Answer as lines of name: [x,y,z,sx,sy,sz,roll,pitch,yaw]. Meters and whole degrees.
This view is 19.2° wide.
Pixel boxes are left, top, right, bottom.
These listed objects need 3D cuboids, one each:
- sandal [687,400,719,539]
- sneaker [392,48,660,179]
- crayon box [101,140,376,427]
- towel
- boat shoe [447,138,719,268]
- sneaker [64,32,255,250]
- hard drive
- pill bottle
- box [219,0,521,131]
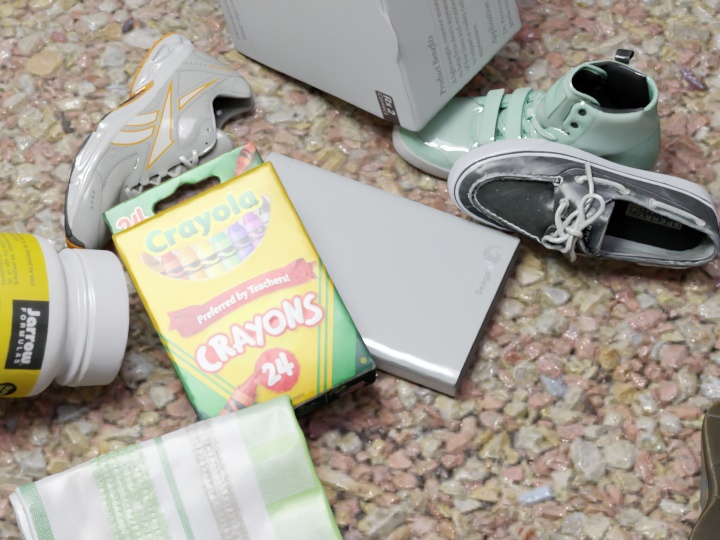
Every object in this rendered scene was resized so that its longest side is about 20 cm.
sandal: [0.252,0.172,1.430,0.082,0.055,0.200,9,45,-2]
sneaker: [0.123,-0.121,1.562,0.200,0.118,0.074,3,61,3]
crayon box: [-0.088,0.013,1.484,0.127,0.051,0.200,-27,77,-6]
towel: [-0.116,0.179,1.401,0.200,0.031,0.149,-20,79,-6]
boat shoe: [0.161,-0.039,1.527,0.199,0.074,0.068,15,29,-6]
sneaker: [-0.146,-0.086,1.569,0.092,0.076,0.200,24,63,9]
hard drive: [0.000,0.000,1.543,0.200,0.026,0.132,20,61,12]
pill bottle: [-0.267,0.029,1.445,0.200,0.114,0.114,2,56,-25]
box: [-0.009,-0.239,1.561,0.200,0.199,0.131,27,61,34]
